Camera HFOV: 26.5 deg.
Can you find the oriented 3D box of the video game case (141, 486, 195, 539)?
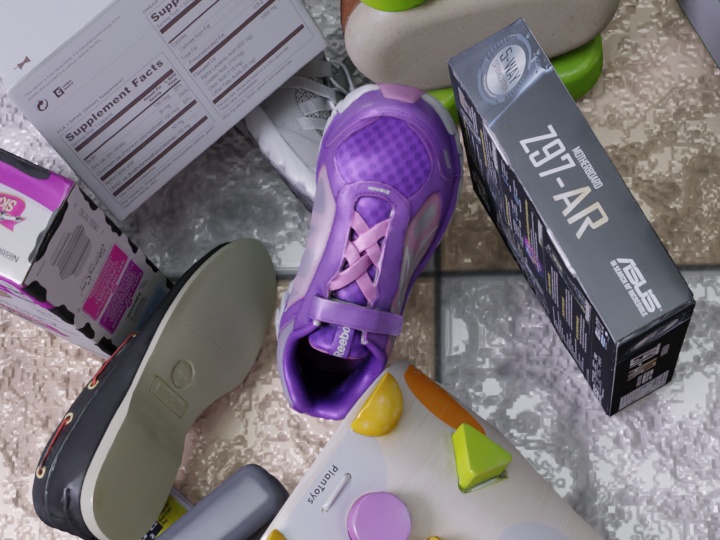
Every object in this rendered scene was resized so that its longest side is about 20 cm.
[{"bbox_3d":[-0.110,0.250,0.847,0.180,0.026,0.200,39,85,15],"label":"video game case"}]

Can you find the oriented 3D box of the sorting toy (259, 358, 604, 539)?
[{"bbox_3d":[0.044,0.163,0.793,0.179,0.107,0.201,33,72,9],"label":"sorting toy"}]

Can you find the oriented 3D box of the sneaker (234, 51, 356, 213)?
[{"bbox_3d":[-0.024,-0.090,0.894,0.082,0.075,0.200,-42,73,-2],"label":"sneaker"}]

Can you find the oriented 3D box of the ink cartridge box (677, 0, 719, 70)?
[{"bbox_3d":[0.300,-0.159,0.860,0.199,0.084,0.147,-29,74,0],"label":"ink cartridge box"}]

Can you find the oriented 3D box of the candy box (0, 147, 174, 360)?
[{"bbox_3d":[-0.192,-0.016,0.835,0.135,0.200,0.061,24,80,15],"label":"candy box"}]

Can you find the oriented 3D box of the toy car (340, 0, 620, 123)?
[{"bbox_3d":[0.055,-0.211,0.877,0.156,0.165,0.202,-13,65,5],"label":"toy car"}]

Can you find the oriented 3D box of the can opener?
[{"bbox_3d":[-0.128,0.169,0.829,0.199,0.053,0.067,-35,73,-1],"label":"can opener"}]

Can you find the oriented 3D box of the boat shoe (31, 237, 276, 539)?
[{"bbox_3d":[-0.114,0.060,0.858,0.063,0.074,0.202,2,50,39],"label":"boat shoe"}]

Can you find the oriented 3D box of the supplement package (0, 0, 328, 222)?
[{"bbox_3d":[-0.142,-0.156,0.868,0.155,0.111,0.200,-41,45,-3],"label":"supplement package"}]

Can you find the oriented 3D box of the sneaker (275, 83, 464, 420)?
[{"bbox_3d":[0.000,0.000,0.808,0.080,0.089,0.202,17,123,-1],"label":"sneaker"}]

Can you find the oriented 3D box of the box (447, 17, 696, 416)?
[{"bbox_3d":[0.107,-0.018,0.792,0.043,0.200,0.161,-29,73,0],"label":"box"}]
